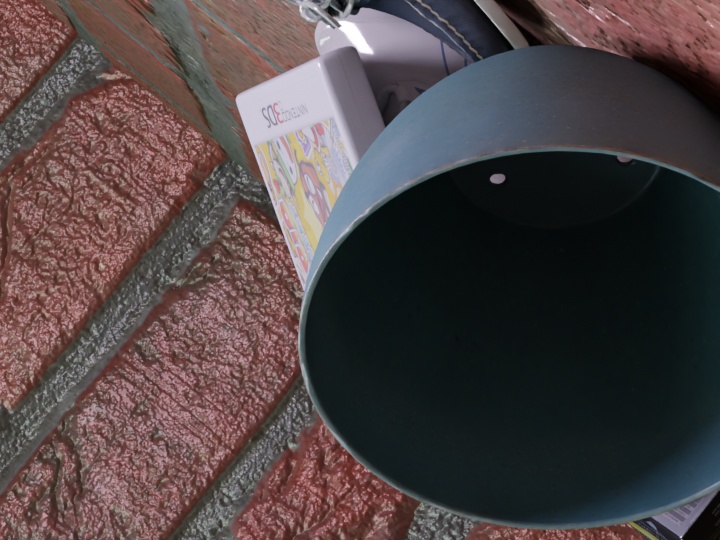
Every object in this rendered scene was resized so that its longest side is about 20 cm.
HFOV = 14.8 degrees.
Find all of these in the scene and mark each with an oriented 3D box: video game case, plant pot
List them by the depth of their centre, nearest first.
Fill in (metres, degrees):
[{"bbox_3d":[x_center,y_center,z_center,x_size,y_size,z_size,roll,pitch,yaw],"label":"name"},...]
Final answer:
[{"bbox_3d":[0.078,-0.013,1.111,0.200,0.200,0.135,41,-149,-29],"label":"plant pot"},{"bbox_3d":[0.000,0.000,1.305,0.182,0.023,0.200,172,77,-76],"label":"video game case"}]

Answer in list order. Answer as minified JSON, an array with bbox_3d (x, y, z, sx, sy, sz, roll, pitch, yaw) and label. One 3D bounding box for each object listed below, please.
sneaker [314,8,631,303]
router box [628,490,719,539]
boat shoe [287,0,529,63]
[{"bbox_3d":[0.048,-0.059,1.240,0.200,0.087,0.075,39,143,26],"label":"sneaker"},{"bbox_3d":[0.179,0.127,1.446,0.157,0.052,0.200,41,176,-30],"label":"router box"},{"bbox_3d":[-0.017,-0.144,1.214,0.200,0.062,0.075,39,175,5],"label":"boat shoe"}]
